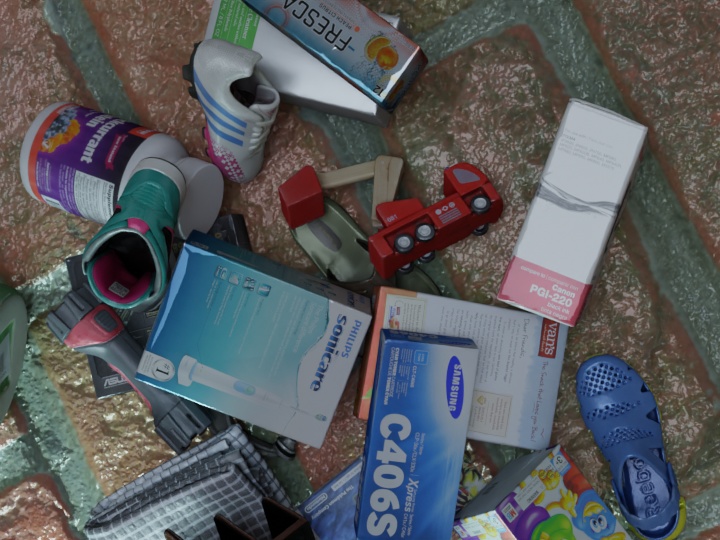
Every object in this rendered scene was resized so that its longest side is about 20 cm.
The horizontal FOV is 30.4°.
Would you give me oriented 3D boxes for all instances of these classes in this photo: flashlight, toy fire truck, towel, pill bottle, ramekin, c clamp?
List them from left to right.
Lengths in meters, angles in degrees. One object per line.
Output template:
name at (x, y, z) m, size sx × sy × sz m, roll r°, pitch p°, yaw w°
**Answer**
ramekin at (-0.430, 0.096, 1.407) m, size 0.096 × 0.200 × 0.203 m, roll 13°, pitch 93°, yaw 3°
pill bottle at (-0.247, -0.099, 1.389) m, size 0.198 × 0.111 × 0.113 m, roll 19°, pitch 95°, yaw 22°
flashlight at (-0.241, 0.105, 1.386) m, size 0.068 × 0.068 × 0.200 m, roll -43°, pitch 88°, yaw 4°
towel at (-0.167, 0.282, 1.388) m, size 0.198 × 0.086 × 0.167 m, roll -28°, pitch 105°, yaw 9°
c clamp at (-0.062, 0.127, 1.391) m, size 0.170 × 0.027 × 0.200 m, roll 37°, pitch 106°, yaw -18°
toy fire truck at (0.031, -0.070, 1.359) m, size 0.198 × 0.049 × 0.142 m, roll -27°, pitch 63°, yaw -12°

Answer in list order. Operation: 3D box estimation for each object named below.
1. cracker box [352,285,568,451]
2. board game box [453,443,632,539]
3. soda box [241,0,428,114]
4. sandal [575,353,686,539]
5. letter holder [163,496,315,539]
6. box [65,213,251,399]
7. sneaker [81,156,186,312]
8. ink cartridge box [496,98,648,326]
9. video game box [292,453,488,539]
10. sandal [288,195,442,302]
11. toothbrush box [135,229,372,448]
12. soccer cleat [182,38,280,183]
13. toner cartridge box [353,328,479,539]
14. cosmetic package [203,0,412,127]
cracker box at (0.101, 0.099, 1.335) m, size 0.197 × 0.058 × 0.136 m, roll 11°, pitch 88°, yaw -5°
board game box at (0.200, 0.287, 1.293) m, size 0.105 × 0.103 × 0.201 m, roll -38°, pitch 91°, yaw -28°
soda box at (-0.031, -0.241, 1.300) m, size 0.199 × 0.064 × 0.069 m, roll 38°, pitch 94°, yaw 11°
sandal at (0.271, 0.178, 1.317) m, size 0.079 × 0.087 × 0.202 m, roll -25°, pitch 84°, yaw 12°
letter holder at (-0.100, 0.330, 1.326) m, size 0.100 × 0.141 × 0.202 m, roll -33°, pitch 121°, yaw -28°
box at (-0.206, 0.040, 1.431) m, size 0.198 × 0.048 × 0.160 m, roll -15°, pitch 87°, yaw 11°
sneaker at (-0.222, 0.000, 1.295) m, size 0.083 × 0.121 × 0.201 m, roll 18°, pitch 136°, yaw 2°
ink cartridge box at (0.211, -0.055, 1.295) m, size 0.084 × 0.146 × 0.202 m, roll 19°, pitch 95°, yaw 12°
video game box at (0.045, 0.269, 1.349) m, size 0.199 × 0.047 × 0.183 m, roll -37°, pitch 86°, yaw -14°
sandal at (-0.001, 0.000, 1.384) m, size 0.200 × 0.057 × 0.080 m, roll 39°, pitch 98°, yaw 9°
toothbrush box at (-0.104, 0.067, 1.315) m, size 0.198 × 0.085 × 0.148 m, roll 20°, pitch 100°, yaw -4°
soccer cleat at (-0.117, -0.151, 1.340) m, size 0.085 × 0.201 × 0.070 m, roll 11°, pitch 60°, yaw 18°
toner cartridge box at (0.053, 0.163, 1.281) m, size 0.094 × 0.043 × 0.203 m, roll 6°, pitch 99°, yaw -6°
cosmetic package at (-0.057, -0.227, 1.380) m, size 0.198 × 0.085 × 0.109 m, roll 14°, pitch 90°, yaw 12°
